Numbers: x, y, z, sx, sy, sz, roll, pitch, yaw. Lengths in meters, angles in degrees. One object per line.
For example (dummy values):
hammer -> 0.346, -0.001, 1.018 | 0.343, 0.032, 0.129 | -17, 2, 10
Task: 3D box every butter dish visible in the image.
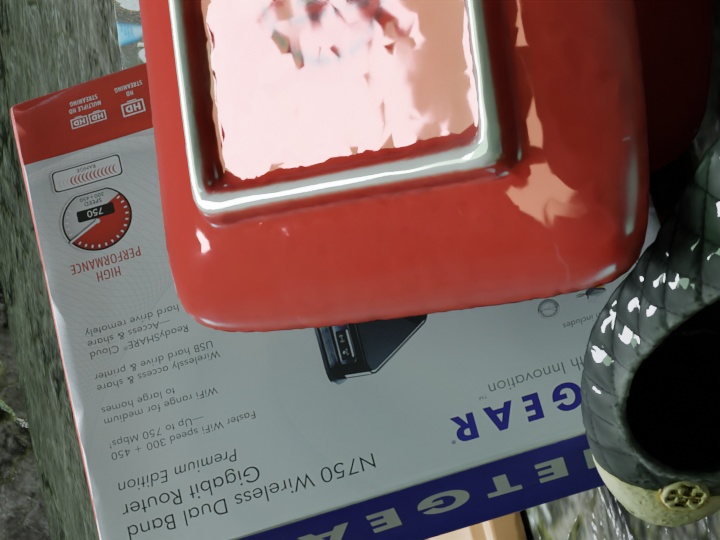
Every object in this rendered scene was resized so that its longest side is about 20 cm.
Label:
butter dish -> 0.037, -0.090, 0.784 | 0.200, 0.148, 0.200 | -9, 88, 47

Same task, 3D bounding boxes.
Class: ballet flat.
ballet flat -> 0.103, 0.021, 0.722 | 0.200, 0.066, 0.057 | 103, 162, -55

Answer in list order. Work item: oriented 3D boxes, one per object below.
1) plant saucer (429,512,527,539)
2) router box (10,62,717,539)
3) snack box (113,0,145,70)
plant saucer -> 0.036, 0.151, 1.150 | 0.200, 0.037, 0.201 | 173, 90, -77
router box -> 0.000, 0.000, 0.859 | 0.049, 0.200, 0.180 | 66, -173, -62
snack box -> -0.073, -0.165, 1.053 | 0.200, 0.037, 0.116 | 88, -168, -49
